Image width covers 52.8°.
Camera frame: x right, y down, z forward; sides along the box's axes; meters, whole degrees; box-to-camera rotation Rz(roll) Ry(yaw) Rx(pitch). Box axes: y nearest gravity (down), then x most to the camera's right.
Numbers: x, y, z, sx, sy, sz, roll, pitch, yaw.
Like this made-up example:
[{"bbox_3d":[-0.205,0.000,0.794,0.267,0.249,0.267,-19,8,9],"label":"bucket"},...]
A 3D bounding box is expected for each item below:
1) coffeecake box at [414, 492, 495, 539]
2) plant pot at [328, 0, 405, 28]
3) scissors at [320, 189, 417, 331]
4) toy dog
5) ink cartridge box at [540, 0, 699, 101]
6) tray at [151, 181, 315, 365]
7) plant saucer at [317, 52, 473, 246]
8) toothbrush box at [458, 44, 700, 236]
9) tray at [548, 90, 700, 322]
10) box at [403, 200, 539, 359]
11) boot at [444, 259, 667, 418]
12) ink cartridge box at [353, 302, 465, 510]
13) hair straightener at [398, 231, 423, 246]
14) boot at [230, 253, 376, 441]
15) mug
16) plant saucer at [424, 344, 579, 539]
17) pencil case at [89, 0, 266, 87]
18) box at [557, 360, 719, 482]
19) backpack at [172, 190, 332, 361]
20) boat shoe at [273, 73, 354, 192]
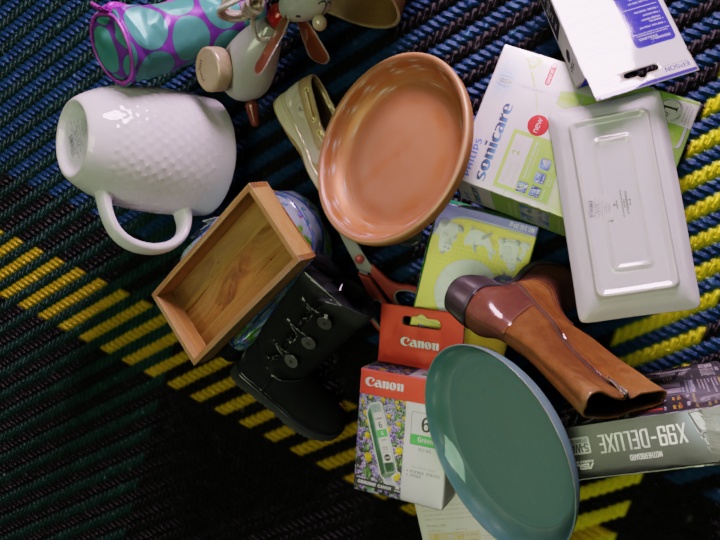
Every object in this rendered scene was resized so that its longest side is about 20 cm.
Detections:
[{"bbox_3d":[0.153,0.304,0.828,0.151,0.073,0.205,-12,92,24],"label":"coffeecake box"},{"bbox_3d":[0.000,-0.396,0.763,0.184,0.186,0.203,25,91,17],"label":"plant pot"},{"bbox_3d":[0.000,0.000,0.841,0.073,0.014,0.200,-40,110,16],"label":"scissors"},{"bbox_3d":[-0.101,-0.232,0.806,0.199,0.130,0.098,-24,89,64],"label":"toy dog"},{"bbox_3d":[0.235,-0.245,0.696,0.097,0.039,0.204,-14,65,5],"label":"ink cartridge box"},{"bbox_3d":[-0.144,0.006,0.801,0.200,0.037,0.099,-42,77,29],"label":"tray"},{"bbox_3d":[0.037,-0.122,0.751,0.197,0.037,0.205,-13,70,39],"label":"plant saucer"},{"bbox_3d":[0.213,-0.117,0.731,0.197,0.086,0.148,23,88,19],"label":"toothbrush box"},{"bbox_3d":[0.237,-0.060,0.659,0.105,0.022,0.205,-9,80,15],"label":"tray"},{"bbox_3d":[0.120,0.032,0.817,0.115,0.048,0.204,15,103,11],"label":"box"},{"bbox_3d":[0.205,0.057,0.685,0.199,0.185,0.070,37,115,48],"label":"boot"},{"bbox_3d":[0.054,0.145,0.792,0.107,0.050,0.205,6,96,25],"label":"ink cartridge box"},{"bbox_3d":[0.061,-0.128,0.816,0.040,0.077,0.205,5,94,-8],"label":"hair straightener"},{"bbox_3d":[-0.041,0.097,0.845,0.163,0.066,0.201,32,121,-13],"label":"boot"},{"bbox_3d":[-0.256,-0.119,0.857,0.146,0.173,0.205,-16,78,43],"label":"mug"},{"bbox_3d":[0.129,0.161,0.668,0.199,0.027,0.204,37,136,47],"label":"plant saucer"},{"bbox_3d":[-0.207,-0.284,0.838,0.084,0.199,0.094,26,135,35],"label":"pencil case"},{"bbox_3d":[0.274,0.139,0.693,0.155,0.199,0.051,-14,88,21],"label":"box"},{"bbox_3d":[-0.127,-0.008,0.879,0.198,0.154,0.165,-32,78,8],"label":"backpack"},{"bbox_3d":[-0.027,-0.140,0.847,0.069,0.073,0.202,-38,81,27],"label":"boat shoe"}]
